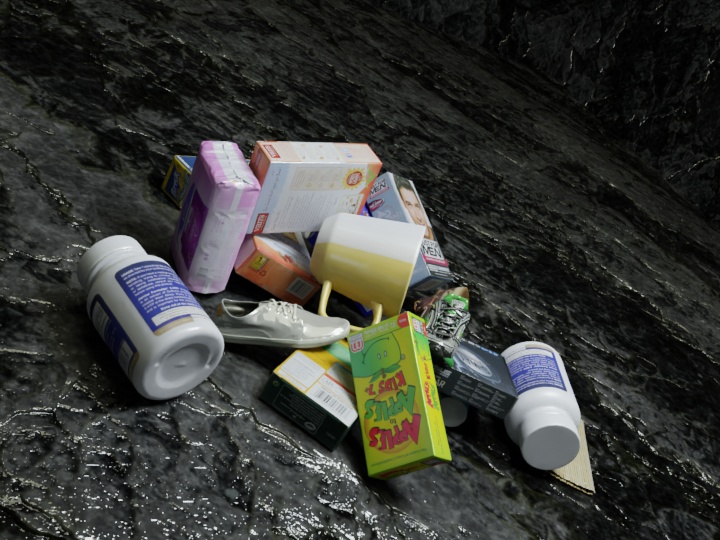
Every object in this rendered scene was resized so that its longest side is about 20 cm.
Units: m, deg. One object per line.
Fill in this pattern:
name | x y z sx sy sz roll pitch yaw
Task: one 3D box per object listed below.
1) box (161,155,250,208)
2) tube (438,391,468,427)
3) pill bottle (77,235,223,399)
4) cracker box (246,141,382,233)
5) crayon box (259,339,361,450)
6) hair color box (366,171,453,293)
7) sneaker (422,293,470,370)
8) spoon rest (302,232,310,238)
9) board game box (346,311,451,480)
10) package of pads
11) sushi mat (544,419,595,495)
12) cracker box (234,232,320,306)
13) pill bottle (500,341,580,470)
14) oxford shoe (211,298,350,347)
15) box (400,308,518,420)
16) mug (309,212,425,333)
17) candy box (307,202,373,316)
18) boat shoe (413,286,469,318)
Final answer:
box | -0.243 -0.152 1.647 0.064 0.070 0.200 43 28 29
tube | 0.150 0.181 1.508 0.077 0.050 0.200 40 20 -6
pill bottle | -0.270 0.052 1.183 0.120 0.120 0.200 -2 41 -48
cracker box | -0.081 -0.126 1.439 0.200 0.134 0.058 -4 44 -35
crayon box | -0.041 0.157 1.334 0.126 0.052 0.200 35 27 8
hair color box | 0.082 -0.064 1.640 0.099 0.061 0.200 10 54 -61
sneaker | 0.116 0.081 1.375 0.078 0.085 0.200 27 17 1
spoon rest | -0.172 -0.113 1.651 0.200 0.099 0.061 27 -2 -39
board game box | 0.049 0.167 1.259 0.048 0.101 0.200 30 44 -53
package of pads | -0.216 -0.077 1.390 0.076 0.200 0.121 6 35 -27
sushi mat | 0.333 0.284 1.549 0.096 0.012 0.200 28 26 -7
cracker box | -0.149 -0.043 1.516 0.134 0.058 0.200 32 20 -35
pill bottle | 0.282 0.215 1.495 0.120 0.120 0.200 24 26 -14
oxford shoe | -0.112 0.071 1.332 0.200 0.058 0.075 4 18 -7
box | 0.136 0.141 1.457 0.200 0.044 0.160 25 16 -7
mug | 0.003 -0.009 1.427 0.153 0.150 0.187 18 30 2
candy box | 0.010 -0.039 1.643 0.169 0.077 0.200 54 26 -9
boat shoe | 0.125 0.081 1.645 0.072 0.072 0.200 8 28 26
